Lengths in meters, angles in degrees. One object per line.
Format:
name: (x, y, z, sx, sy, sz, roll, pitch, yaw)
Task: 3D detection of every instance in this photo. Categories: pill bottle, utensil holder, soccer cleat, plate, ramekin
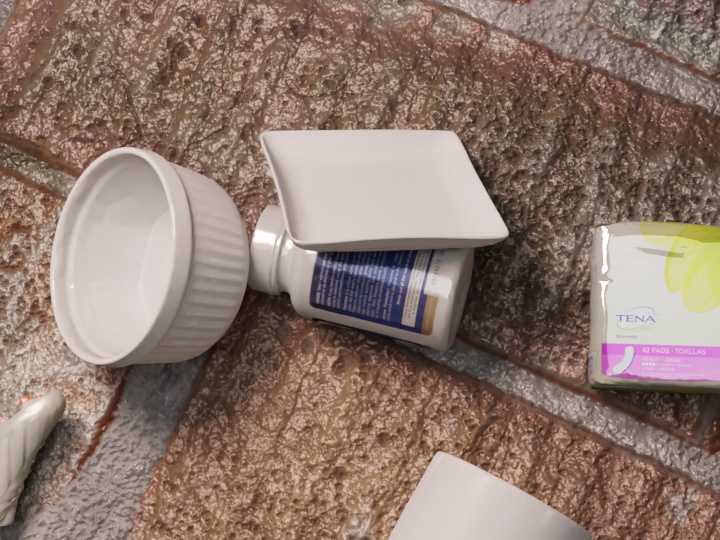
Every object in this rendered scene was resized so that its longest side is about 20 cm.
pill bottle: (0.000, 0.000, 1.352, 0.198, 0.111, 0.112, 14, 80, 10)
utensil holder: (0.089, 0.283, 1.253, 0.169, 0.170, 0.201, 28, 82, 12)
soccer cleat: (-0.344, 0.199, 1.385, 0.200, 0.069, 0.078, -45, 81, 4)
plate: (0.016, -0.070, 1.330, 0.198, 0.033, 0.200, -1, 34, -13)
ramekin: (-0.192, -0.007, 1.346, 0.199, 0.105, 0.202, -10, 76, 45)

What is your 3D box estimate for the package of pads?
package of pads: (0.310, 0.033, 1.325, 0.198, 0.068, 0.156, 1, 80, 7)
